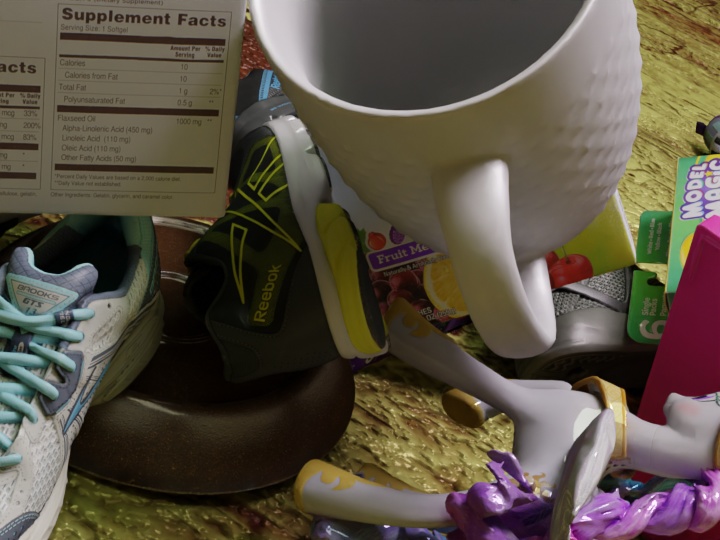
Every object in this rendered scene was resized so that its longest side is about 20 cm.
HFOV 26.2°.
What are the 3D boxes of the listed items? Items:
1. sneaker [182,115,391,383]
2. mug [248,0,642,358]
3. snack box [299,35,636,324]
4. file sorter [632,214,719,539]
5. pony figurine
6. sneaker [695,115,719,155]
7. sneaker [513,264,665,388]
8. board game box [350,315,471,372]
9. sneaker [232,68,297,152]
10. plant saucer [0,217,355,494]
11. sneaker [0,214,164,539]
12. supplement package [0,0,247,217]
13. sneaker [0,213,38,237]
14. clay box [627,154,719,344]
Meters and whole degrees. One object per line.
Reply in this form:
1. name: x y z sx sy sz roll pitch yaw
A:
1. sneaker: -0.049 -0.015 0.737 0.084 0.075 0.200 -18 27 -6
2. mug: 0.051 -0.060 0.652 0.146 0.176 0.201 -12 61 12
3. snack box: 0.046 -0.077 0.794 0.141 0.201 0.053 -17 24 10
4. file sorter: 0.230 0.064 0.747 0.125 0.201 0.139 -30 54 -33
5. pony figurine: 0.079 0.098 0.648 0.199 0.167 0.194 7 46 27
6. sneaker: 0.408 -0.104 1.419 0.198 0.075 0.088 17 21 -12
7. sneaker: 0.164 0.015 0.945 0.198 0.076 0.115 1 55 -31
8. board game box: 0.000 0.000 0.918 0.120 0.032 0.200 38 28 21
9. sneaker: -0.038 -0.115 1.057 0.082 0.074 0.199 33 26 24
10. plant saucer: -0.094 0.027 0.749 0.199 0.032 0.201 15 33 -10
11. sneaker: -0.139 0.038 0.618 0.077 0.087 0.201 18 43 5
12. supplement package: -0.142 -0.118 0.681 0.154 0.112 0.200 0 30 -15
13. sneaker: -0.200 -0.047 0.762 0.199 0.088 0.074 -19 79 -49
14. clay box: 0.247 -0.017 0.857 0.198 0.048 0.115 -4 43 19
